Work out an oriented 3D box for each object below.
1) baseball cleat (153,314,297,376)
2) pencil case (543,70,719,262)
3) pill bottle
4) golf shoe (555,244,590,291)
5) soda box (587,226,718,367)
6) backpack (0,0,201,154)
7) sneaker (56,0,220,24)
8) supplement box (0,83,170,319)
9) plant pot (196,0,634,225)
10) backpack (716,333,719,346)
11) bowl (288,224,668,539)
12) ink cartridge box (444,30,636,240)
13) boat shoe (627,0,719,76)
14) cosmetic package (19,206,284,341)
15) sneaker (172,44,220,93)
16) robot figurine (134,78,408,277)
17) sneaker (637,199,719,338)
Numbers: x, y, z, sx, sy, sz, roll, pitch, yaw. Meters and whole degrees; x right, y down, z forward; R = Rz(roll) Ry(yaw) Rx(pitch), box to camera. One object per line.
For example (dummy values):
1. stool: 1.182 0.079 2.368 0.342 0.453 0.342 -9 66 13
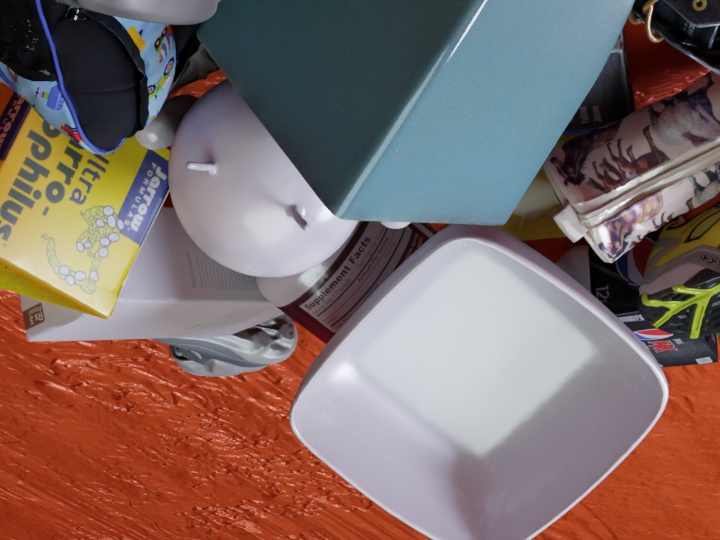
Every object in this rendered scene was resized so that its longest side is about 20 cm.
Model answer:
1. baseball cleat: -0.152 0.048 1.126 0.198 0.070 0.106 23 144 -27
2. pencil case: 0.206 -0.077 0.812 0.198 0.078 0.089 -28 -178 13
3. pill bottle: 0.000 0.000 0.961 0.199 0.114 0.113 38 139 -17
4. golf shoe: 0.124 0.062 1.009 0.075 0.201 0.091 21 168 44
5. soda box: 0.215 0.019 0.987 0.063 0.072 0.200 -6 164 19
6. backpack: -0.140 -0.166 0.669 0.133 0.184 0.201 20 157 9
7. sneaker: -0.060 -0.162 0.525 0.076 0.199 0.115 24 120 17
8. supplement box: -0.223 -0.054 0.855 0.199 0.110 0.109 10 162 48
9. plant pot: 0.046 -0.145 0.668 0.140 0.142 0.201 -1 135 -48
10. backpack: 0.326 0.001 0.938 0.161 0.155 0.201 -1 139 -21
11. bowl: 0.076 0.071 0.890 0.199 0.075 0.200 37 114 -16
12. ink cartridge box: 0.085 -0.084 0.905 0.197 0.048 0.198 -8 148 14
13. boat shoe: 0.157 -0.157 0.730 0.197 0.092 0.071 1 149 5
14. cosmetic package: -0.137 0.003 0.975 0.101 0.075 0.199 -22 164 34
15. sneaker: -0.090 -0.136 0.802 0.197 0.086 0.073 -8 145 17
16. robot figurine: -0.046 -0.063 0.792 0.167 0.200 0.114 15 106 3
17. sneaker: 0.252 -0.024 0.809 0.198 0.077 0.075 -18 139 37
